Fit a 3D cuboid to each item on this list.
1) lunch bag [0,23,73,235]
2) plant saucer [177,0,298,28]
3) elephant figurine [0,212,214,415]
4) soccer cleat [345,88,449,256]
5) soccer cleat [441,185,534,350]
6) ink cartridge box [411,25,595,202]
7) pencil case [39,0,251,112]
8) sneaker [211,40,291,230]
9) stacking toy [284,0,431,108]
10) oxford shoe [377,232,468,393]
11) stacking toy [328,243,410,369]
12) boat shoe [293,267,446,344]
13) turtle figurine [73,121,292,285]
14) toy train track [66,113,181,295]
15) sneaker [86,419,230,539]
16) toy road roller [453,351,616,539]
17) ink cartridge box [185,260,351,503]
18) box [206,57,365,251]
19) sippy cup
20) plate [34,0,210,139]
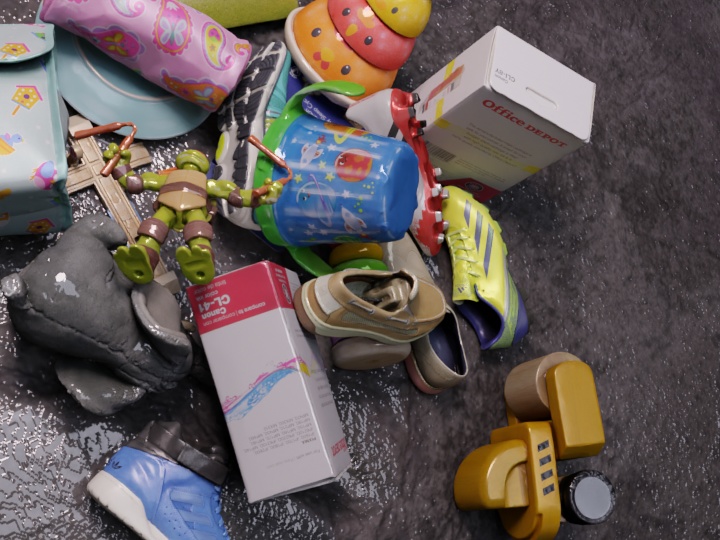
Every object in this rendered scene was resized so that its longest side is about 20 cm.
[{"bbox_3d":[-0.341,-0.134,0.818,0.170,0.122,0.201,-5,68,-15],"label":"lunch bag"},{"bbox_3d":[-0.172,-0.359,1.018,0.200,0.048,0.200,-23,83,-39],"label":"plant saucer"},{"bbox_3d":[-0.202,0.057,0.833,0.200,0.141,0.155,44,53,-7],"label":"elephant figurine"},{"bbox_3d":[0.043,-0.105,1.050,0.069,0.085,0.201,-66,144,-54],"label":"soccer cleat"},{"bbox_3d":[0.131,-0.003,1.095,0.084,0.065,0.201,-24,88,-31],"label":"soccer cleat"},{"bbox_3d":[0.146,-0.169,1.073,0.145,0.200,0.084,23,64,-23],"label":"ink cartridge box"},{"bbox_3d":[-0.206,-0.233,0.916,0.200,0.087,0.088,27,63,-20],"label":"pencil case"},{"bbox_3d":[-0.101,-0.137,0.971,0.080,0.077,0.201,21,72,-43],"label":"sneaker"},{"bbox_3d":[0.025,-0.284,1.025,0.146,0.200,0.146,29,39,-27],"label":"stacking toy"},{"bbox_3d":[0.070,0.033,1.041,0.071,0.074,0.201,-20,85,-32],"label":"oxford shoe"},{"bbox_3d":[0.000,0.000,1.011,0.085,0.085,0.201,3,69,-30],"label":"stacking toy"},{"bbox_3d":[0.030,0.029,0.909,0.200,0.076,0.072,-2,64,-51],"label":"boat shoe"},{"bbox_3d":[-0.165,-0.058,0.830,0.199,0.065,0.162,12,45,-7],"label":"turtle figurine"},{"bbox_3d":[-0.231,-0.064,0.918,0.115,0.033,0.200,-29,90,-34],"label":"toy train track"},{"bbox_3d":[-0.137,0.220,0.859,0.200,0.077,0.111,43,68,-5],"label":"sneaker"},{"bbox_3d":[0.177,0.194,1.030,0.145,0.123,0.201,0,75,-19],"label":"toy road roller"},{"bbox_3d":[-0.080,0.101,0.882,0.085,0.148,0.201,-16,83,4],"label":"ink cartridge box"},{"bbox_3d":[-0.077,-0.129,1.032,0.121,0.032,0.200,40,60,-14],"label":"box"},{"bbox_3d":[-0.016,-0.083,0.923,0.178,0.130,0.140,66,40,-53],"label":"sippy cup"},{"bbox_3d":[-0.228,-0.229,0.968,0.200,0.026,0.201,14,63,-28],"label":"plate"}]
